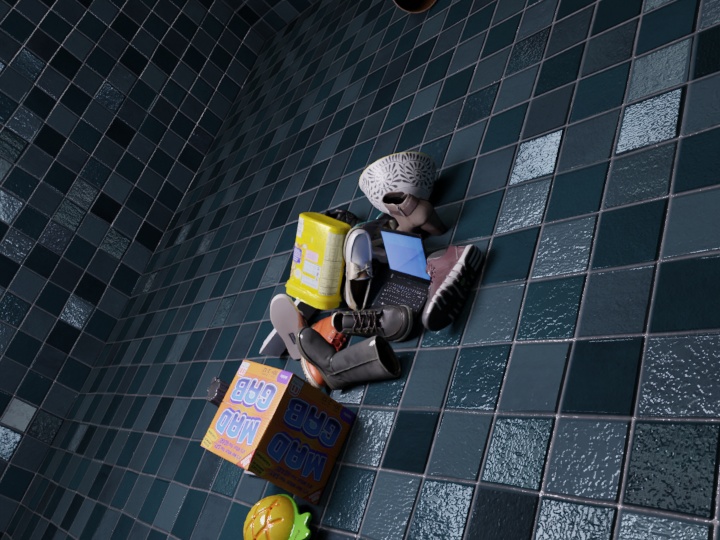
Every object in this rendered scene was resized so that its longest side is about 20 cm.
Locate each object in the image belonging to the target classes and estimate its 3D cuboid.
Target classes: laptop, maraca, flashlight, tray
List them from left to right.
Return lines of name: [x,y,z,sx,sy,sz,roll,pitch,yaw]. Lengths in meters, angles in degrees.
flashlight: [-0.264,0.322,1.511,0.067,0.199,0.069,5,63,55]
maraca: [-0.162,0.516,1.292,0.198,0.106,0.139,-3,56,54]
tray: [-0.186,0.141,1.724,0.022,0.107,0.201,40,95,25]
laptop: [0.071,0.024,1.461,0.202,0.103,0.176,-59,29,-8]

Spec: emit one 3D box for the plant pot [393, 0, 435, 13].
plant pot: [0.180,-1.010,2.321,0.187,0.186,0.201,-47,15,11]

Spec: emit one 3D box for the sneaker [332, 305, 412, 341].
sneaker: [0.024,0.115,1.409,0.199,0.104,0.077,-21,66,56]

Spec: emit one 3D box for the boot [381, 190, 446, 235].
boot: [0.103,-0.129,1.525,0.198,0.145,0.071,-7,55,53]

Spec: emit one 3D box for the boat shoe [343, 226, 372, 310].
boat shoe: [0.000,0.000,1.553,0.069,0.073,0.204,-127,34,-58]

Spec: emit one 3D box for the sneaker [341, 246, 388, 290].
sneaker: [-0.015,-0.005,1.651,0.196,0.075,0.117,8,103,27]

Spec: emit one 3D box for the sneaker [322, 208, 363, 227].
sneaker: [-0.093,-0.090,1.813,0.200,0.113,0.077,-48,28,15]

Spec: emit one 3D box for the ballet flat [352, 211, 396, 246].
ballet flat: [0.046,-0.102,1.644,0.072,0.074,0.199,-26,4,39]

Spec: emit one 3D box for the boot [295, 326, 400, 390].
boot: [-0.029,0.174,1.397,0.199,0.182,0.073,-24,21,51]

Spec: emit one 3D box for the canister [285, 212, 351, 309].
canister: [-0.101,-0.026,1.604,0.147,0.086,0.204,22,110,34]

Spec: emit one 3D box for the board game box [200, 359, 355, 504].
board game box: [-0.173,0.335,1.382,0.198,0.199,0.203,3,60,50]

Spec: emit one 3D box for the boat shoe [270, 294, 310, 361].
boat shoe: [-0.172,0.124,1.637,0.073,0.203,0.093,-11,33,6]

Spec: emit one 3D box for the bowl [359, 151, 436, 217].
bowl: [0.100,-0.190,1.592,0.199,0.198,0.096,-29,61,37]

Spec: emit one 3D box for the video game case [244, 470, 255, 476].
video game case: [-0.201,0.393,1.568,0.142,0.017,0.203,-14,49,50]

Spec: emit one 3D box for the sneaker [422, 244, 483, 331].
sneaker: [0.162,0.031,1.344,0.114,0.076,0.201,12,60,50]

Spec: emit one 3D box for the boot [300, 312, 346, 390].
boot: [-0.080,0.186,1.553,0.106,0.075,0.202,-32,35,26]
